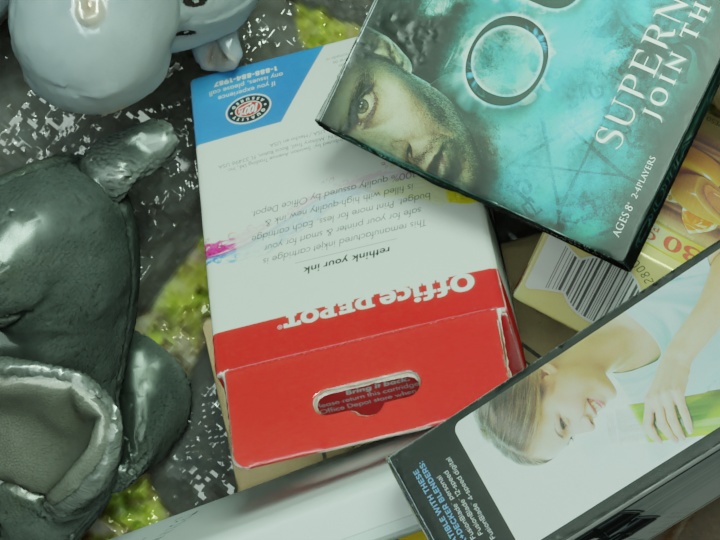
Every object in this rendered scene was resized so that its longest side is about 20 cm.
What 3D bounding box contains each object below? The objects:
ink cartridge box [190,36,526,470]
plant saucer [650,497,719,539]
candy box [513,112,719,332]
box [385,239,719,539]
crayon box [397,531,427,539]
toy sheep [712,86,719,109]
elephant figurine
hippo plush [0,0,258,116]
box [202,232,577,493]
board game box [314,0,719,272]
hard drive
[{"bbox_3d":[0.000,0.000,0.807,0.116,0.067,0.200,-13,53,7],"label":"ink cartridge box"},{"bbox_3d":[0.190,0.147,0.761,0.200,0.034,0.201,5,104,22],"label":"plant saucer"},{"bbox_3d":[0.175,0.009,0.804,0.200,0.115,0.055,29,131,6],"label":"candy box"},{"bbox_3d":[0.121,0.041,0.693,0.200,0.117,0.060,-34,72,15],"label":"box"},{"bbox_3d":[0.002,0.198,0.815,0.200,0.058,0.173,-22,88,31],"label":"crayon box"},{"bbox_3d":[0.218,-0.130,0.806,0.200,0.138,0.138,-36,84,-12],"label":"toy sheep"},{"bbox_3d":[-0.140,0.060,0.855,0.141,0.155,0.200,-25,97,-37],"label":"elephant figurine"},{"bbox_3d":[-0.122,-0.129,0.833,0.161,0.159,0.200,36,52,13],"label":"hippo plush"},{"bbox_3d":[0.042,0.076,0.869,0.200,0.021,0.164,-13,86,7],"label":"box"},{"bbox_3d":[0.085,-0.118,0.754,0.135,0.028,0.200,25,89,17],"label":"board game box"},{"bbox_3d":[-0.046,0.108,0.798,0.200,0.132,0.027,-22,91,18],"label":"hard drive"}]
